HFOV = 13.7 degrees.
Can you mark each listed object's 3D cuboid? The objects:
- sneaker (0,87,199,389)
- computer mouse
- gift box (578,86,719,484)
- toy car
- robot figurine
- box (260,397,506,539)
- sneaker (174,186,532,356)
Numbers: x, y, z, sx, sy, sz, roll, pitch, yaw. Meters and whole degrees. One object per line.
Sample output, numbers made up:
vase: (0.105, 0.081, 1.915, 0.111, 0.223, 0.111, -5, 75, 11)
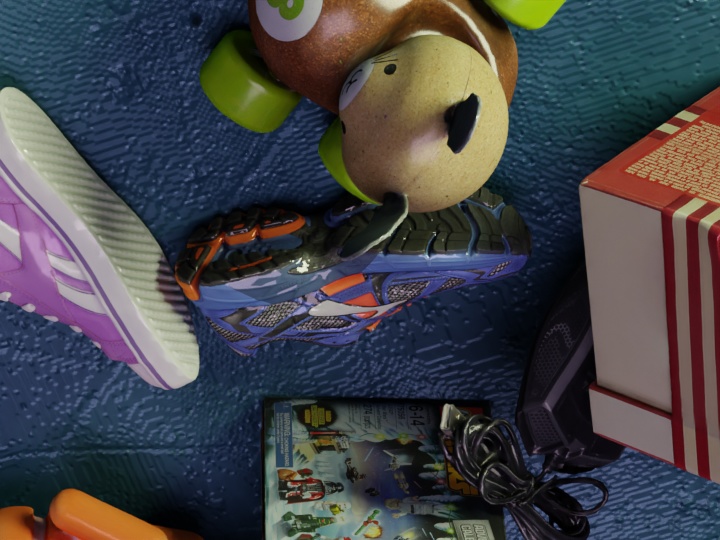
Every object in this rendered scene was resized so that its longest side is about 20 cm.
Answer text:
sneaker: (-0.181, 0.000, 1.675, 0.114, 0.073, 0.201, -30, 108, 20)
computer mouse: (0.124, 0.052, 1.689, 0.200, 0.053, 0.138, -54, 132, -10)
gift box: (0.245, 0.016, 1.611, 0.200, 0.184, 0.187, -28, 126, -33)
toy car: (0.016, -0.089, 1.544, 0.158, 0.200, 0.164, 31, 116, -20)
robot figurine: (-0.161, 0.200, 1.771, 0.199, 0.117, 0.144, 9, 164, -8)
box: (0.012, 0.144, 1.691, 0.136, 0.200, 0.040, 2, 123, -4)
sneaker: (0.000, 0.000, 1.685, 0.199, 0.075, 0.079, -8, 132, 12)
